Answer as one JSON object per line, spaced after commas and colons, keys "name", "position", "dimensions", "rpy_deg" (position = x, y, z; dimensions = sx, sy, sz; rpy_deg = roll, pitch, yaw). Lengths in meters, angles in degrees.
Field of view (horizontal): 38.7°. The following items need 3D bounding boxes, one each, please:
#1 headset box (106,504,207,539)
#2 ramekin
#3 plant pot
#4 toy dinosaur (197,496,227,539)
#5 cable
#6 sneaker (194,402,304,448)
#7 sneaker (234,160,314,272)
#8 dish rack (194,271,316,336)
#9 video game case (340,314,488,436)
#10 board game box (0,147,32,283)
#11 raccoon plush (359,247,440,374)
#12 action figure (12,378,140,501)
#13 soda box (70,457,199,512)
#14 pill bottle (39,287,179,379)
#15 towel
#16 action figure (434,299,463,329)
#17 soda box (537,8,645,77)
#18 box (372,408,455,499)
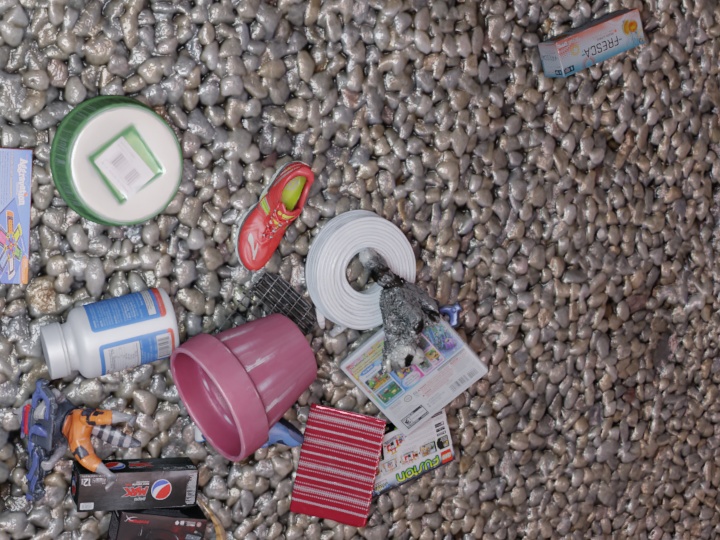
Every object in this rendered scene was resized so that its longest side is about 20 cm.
{"name": "headset box", "position": [-0.349, 0.489, 1.696], "dimensions": [0.146, 0.077, 0.204], "rpy_deg": [12, 93, -24]}
{"name": "ramekin", "position": [-0.364, -0.163, 1.558], "dimensions": [0.196, 0.097, 0.204], "rpy_deg": [-5, 102, -25]}
{"name": "plant pot", "position": [-0.173, 0.166, 1.610], "dimensions": [0.178, 0.199, 0.203], "rpy_deg": [-33, 112, -29]}
{"name": "toy dinosaur", "position": [-0.237, 0.495, 1.761], "dimensions": [0.104, 0.060, 0.204], "rpy_deg": [6, 97, -24]}
{"name": "cable", "position": [0.000, 0.000, 1.772], "dimensions": [0.197, 0.069, 0.203], "rpy_deg": [-24, 108, -16]}
{"name": "sneaker", "position": [-0.191, 0.272, 1.737], "dimensions": [0.197, 0.074, 0.084], "rpy_deg": [19, 91, -18]}
{"name": "sneaker", "position": [-0.141, -0.091, 1.685], "dimensions": [0.076, 0.085, 0.203], "rpy_deg": [28, 87, -26]}
{"name": "dish rack", "position": [-0.175, 0.108, 1.725], "dimensions": [0.153, 0.054, 0.201], "rpy_deg": [44, 78, -26]}
{"name": "video game case", "position": [0.094, 0.170, 1.809], "dimensions": [0.199, 0.024, 0.182], "rpy_deg": [-40, 103, 17]}
{"name": "board game box", "position": [-0.545, -0.082, 1.532], "dimensions": [0.101, 0.019, 0.204], "rpy_deg": [1, 99, -24]}
{"name": "raccoon plush", "position": [0.046, 0.074, 1.741], "dimensions": [0.134, 0.201, 0.096], "rpy_deg": [-48, 159, 29]}
{"name": "action figure", "position": [-0.445, 0.261, 1.568], "dimensions": [0.191, 0.105, 0.203], "rpy_deg": [23, 110, 13]}
{"name": "soda box", "position": [-0.366, 0.346, 1.666], "dimensions": [0.196, 0.071, 0.065], "rpy_deg": [4, 97, -26]}
{"name": "pill bottle", "position": [-0.389, 0.101, 1.589], "dimensions": [0.197, 0.112, 0.115], "rpy_deg": [-13, 105, -22]}
{"name": "towel", "position": [-0.040, 0.347, 1.821], "dimensions": [0.142, 0.022, 0.204], "rpy_deg": [12, 94, 1]}
{"name": "action figure", "position": [0.105, 0.128, 1.857], "dimensions": [0.197, 0.105, 0.197], "rpy_deg": [-18, 101, 10]}
{"name": "soda box", "position": [0.430, -0.422, 1.906], "dimensions": [0.197, 0.063, 0.070], "rpy_deg": [-24, 109, -19]}
{"name": "box", "position": [0.075, 0.334, 1.892], "dimensions": [0.197, 0.035, 0.112], "rpy_deg": [-20, 107, -21]}
